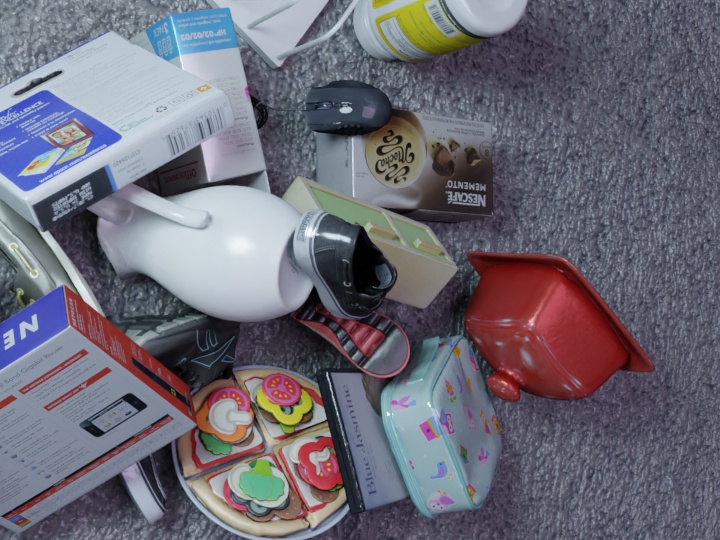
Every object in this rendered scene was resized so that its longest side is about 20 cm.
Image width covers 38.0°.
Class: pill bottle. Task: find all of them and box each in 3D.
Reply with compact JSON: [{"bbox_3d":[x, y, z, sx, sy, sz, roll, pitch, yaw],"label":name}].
[{"bbox_3d":[0.080,-0.293,1.149,0.112,0.199,0.114,2,87,-34],"label":"pill bottle"}]

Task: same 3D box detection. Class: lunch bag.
[{"bbox_3d":[0.091,0.165,1.160,0.161,0.077,0.200,66,21,-10],"label":"lunch bag"}]

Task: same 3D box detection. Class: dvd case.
[{"bbox_3d":[0.018,0.173,1.102,0.200,0.017,0.144,12,61,-66],"label":"dvd case"}]

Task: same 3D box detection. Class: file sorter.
[{"bbox_3d":[-0.093,-0.340,1.080,0.200,0.124,0.139,43,65,-24],"label":"file sorter"}]

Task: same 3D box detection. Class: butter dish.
[{"bbox_3d":[0.201,0.087,1.217,0.200,0.199,0.148,47,71,-23],"label":"butter dish"}]

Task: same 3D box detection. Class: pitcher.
[{"bbox_3d":[-0.150,-0.031,0.945,0.172,0.198,0.122,51,54,-61],"label":"pitcher"}]

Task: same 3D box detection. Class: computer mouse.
[{"bbox_3d":[-0.065,-0.172,1.090,0.198,0.034,0.059,0,85,-3],"label":"computer mouse"}]

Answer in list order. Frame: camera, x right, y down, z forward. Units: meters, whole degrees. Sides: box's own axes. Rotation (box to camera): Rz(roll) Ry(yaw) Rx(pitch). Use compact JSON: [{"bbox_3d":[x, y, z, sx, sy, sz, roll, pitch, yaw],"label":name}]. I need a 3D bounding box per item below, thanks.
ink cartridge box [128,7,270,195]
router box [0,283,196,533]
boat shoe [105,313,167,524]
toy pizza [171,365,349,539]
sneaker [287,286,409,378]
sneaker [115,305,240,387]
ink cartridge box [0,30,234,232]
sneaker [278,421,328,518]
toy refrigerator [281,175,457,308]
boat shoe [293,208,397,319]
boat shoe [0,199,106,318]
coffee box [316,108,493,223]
[{"bbox_3d":[-0.158,-0.142,1.029,0.067,0.115,0.202,-16,96,-32],"label":"ink cartridge box"},{"bbox_3d":[-0.268,0.123,0.877,0.199,0.049,0.180,-31,137,7],"label":"router box"},{"bbox_3d":[-0.217,0.140,1.000,0.068,0.074,0.201,-23,91,-18],"label":"boat shoe"},{"bbox_3d":[-0.088,0.174,1.044,0.199,0.032,0.201,12,48,-13],"label":"toy pizza"},{"bbox_3d":[-0.033,0.046,1.122,0.200,0.087,0.074,43,82,10],"label":"sneaker"},{"bbox_3d":[-0.164,0.077,0.993,0.200,0.075,0.080,-7,97,-69],"label":"sneaker"},{"bbox_3d":[-0.247,-0.130,0.926,0.197,0.200,0.047,-35,132,-24],"label":"ink cartridge box"},{"bbox_3d":[-0.049,0.196,1.117,0.075,0.081,0.200,29,48,7],"label":"sneaker"},{"bbox_3d":[0.006,-0.028,1.093,0.199,0.076,0.070,19,119,-42],"label":"toy refrigerator"},{"bbox_3d":[0.000,0.000,0.970,0.200,0.066,0.070,59,48,-62],"label":"boat shoe"},{"bbox_3d":[-0.291,0.000,0.944,0.060,0.072,0.202,-33,88,-17],"label":"boat shoe"},{"bbox_3d":[0.052,-0.118,1.192,0.199,0.080,0.114,3,83,-33],"label":"coffee box"}]
